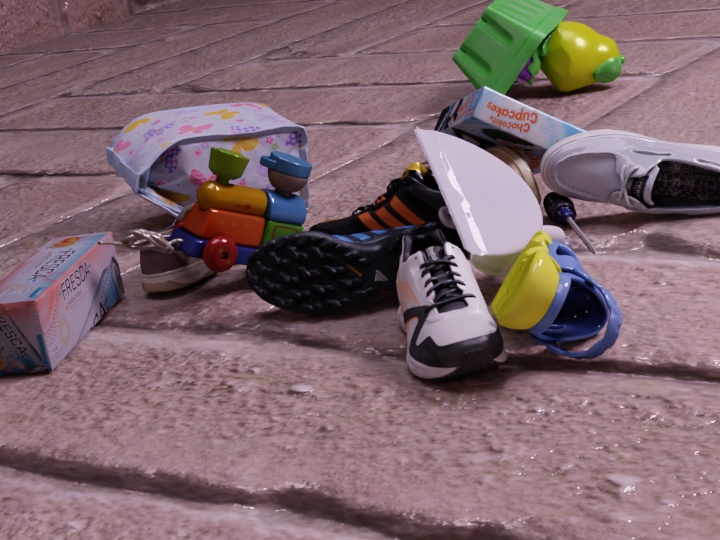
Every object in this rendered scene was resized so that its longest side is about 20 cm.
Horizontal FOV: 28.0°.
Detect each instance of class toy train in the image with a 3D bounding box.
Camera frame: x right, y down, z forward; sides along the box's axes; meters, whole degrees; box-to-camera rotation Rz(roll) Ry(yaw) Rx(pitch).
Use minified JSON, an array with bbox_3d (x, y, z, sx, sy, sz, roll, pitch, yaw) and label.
[{"bbox_3d":[-0.139,-0.064,1.346,0.200,0.116,0.085,9,11,-35],"label":"toy train"}]

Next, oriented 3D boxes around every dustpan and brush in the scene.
[{"bbox_3d":[0.128,-0.046,1.256,0.200,0.140,0.057,5,-39,-38],"label":"dustpan and brush"}]

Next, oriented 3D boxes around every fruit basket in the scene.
[{"bbox_3d":[0.252,-0.294,2.001,0.216,0.156,0.216,28,27,-16],"label":"fruit basket"}]

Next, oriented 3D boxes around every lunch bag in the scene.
[{"bbox_3d":[-0.176,-0.118,1.634,0.200,0.127,0.170,-6,17,-21],"label":"lunch bag"}]

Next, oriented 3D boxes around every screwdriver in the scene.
[{"bbox_3d":[0.202,-0.044,1.345,0.029,0.028,0.200,-20,16,-2],"label":"screwdriver"}]

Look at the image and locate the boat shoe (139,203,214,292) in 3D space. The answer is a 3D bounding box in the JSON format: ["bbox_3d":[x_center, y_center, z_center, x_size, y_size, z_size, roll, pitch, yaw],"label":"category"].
[{"bbox_3d":[-0.158,-0.037,1.458,0.072,0.065,0.200,1,20,29],"label":"boat shoe"}]

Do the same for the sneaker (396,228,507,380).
[{"bbox_3d":[0.061,0.025,1.125,0.074,0.080,0.200,-10,19,-8],"label":"sneaker"}]

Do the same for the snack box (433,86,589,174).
[{"bbox_3d":[0.151,-0.140,1.493,0.116,0.037,0.200,22,-4,-8],"label":"snack box"}]

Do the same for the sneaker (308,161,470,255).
[{"bbox_3d":[0.040,-0.061,1.385,0.200,0.090,0.070,-3,18,20],"label":"sneaker"}]

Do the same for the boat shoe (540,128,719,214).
[{"bbox_3d":[0.271,-0.090,1.365,0.201,0.070,0.072,4,20,6],"label":"boat shoe"}]

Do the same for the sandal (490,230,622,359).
[{"bbox_3d":[0.152,0.024,1.114,0.087,0.080,0.200,29,13,0],"label":"sandal"}]

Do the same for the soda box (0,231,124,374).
[{"bbox_3d":[-0.281,0.027,1.316,0.064,0.068,0.200,-5,18,13],"label":"soda box"}]

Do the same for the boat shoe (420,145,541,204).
[{"bbox_3d":[0.114,-0.088,1.478,0.065,0.072,0.200,-27,21,-18],"label":"boat shoe"}]

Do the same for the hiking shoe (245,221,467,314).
[{"bbox_3d":[0.000,0.000,1.280,0.200,0.074,0.087,-4,-2,11],"label":"hiking shoe"}]
